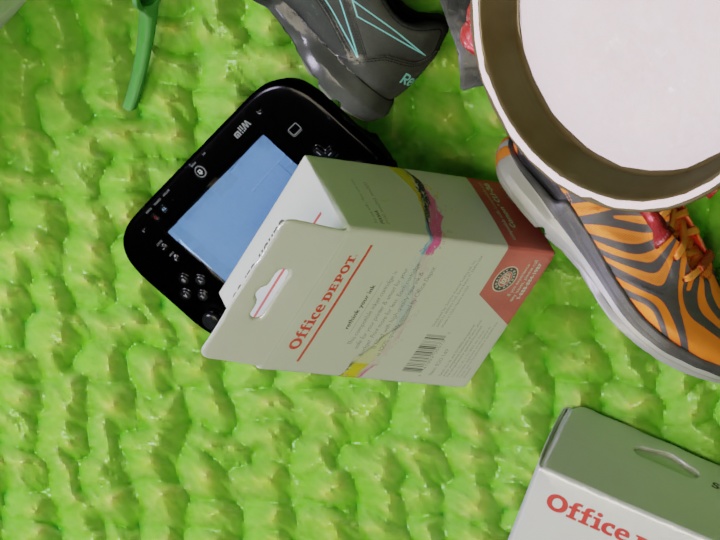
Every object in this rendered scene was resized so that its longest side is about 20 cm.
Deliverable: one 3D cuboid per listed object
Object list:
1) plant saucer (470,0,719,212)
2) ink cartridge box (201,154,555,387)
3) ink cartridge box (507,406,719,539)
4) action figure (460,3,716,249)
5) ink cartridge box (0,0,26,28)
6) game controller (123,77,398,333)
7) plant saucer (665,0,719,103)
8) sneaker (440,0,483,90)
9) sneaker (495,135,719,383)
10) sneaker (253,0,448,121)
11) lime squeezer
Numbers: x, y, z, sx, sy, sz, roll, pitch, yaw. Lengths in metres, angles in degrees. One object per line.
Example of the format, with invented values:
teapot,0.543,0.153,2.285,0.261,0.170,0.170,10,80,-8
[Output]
plant saucer,0.144,-0.131,1.555,0.199,0.029,0.202,8,104,36
ink cartridge box,0.000,0.000,1.757,0.117,0.199,0.068,-57,45,30
ink cartridge box,0.154,0.207,1.861,0.144,0.084,0.201,23,119,7
action figure,0.117,-0.104,1.656,0.065,0.099,0.200,-44,87,4
ink cartridge box,-0.311,-0.114,1.830,0.083,0.147,0.200,44,120,-4
game controller,-0.063,-0.037,1.824,0.104,0.042,0.200,35,131,-14
plant saucer,0.254,-0.174,1.565,0.199,0.048,0.201,-26,80,-9
sneaker,0.058,-0.211,1.707,0.104,0.060,0.201,-24,108,22
sneaker,0.178,-0.030,1.743,0.200,0.078,0.112,45,121,-5
sneaker,-0.033,-0.182,1.755,0.079,0.076,0.200,-39,107,20
lime squeezer,-0.144,-0.189,1.801,0.070,0.038,0.201,-7,113,22
